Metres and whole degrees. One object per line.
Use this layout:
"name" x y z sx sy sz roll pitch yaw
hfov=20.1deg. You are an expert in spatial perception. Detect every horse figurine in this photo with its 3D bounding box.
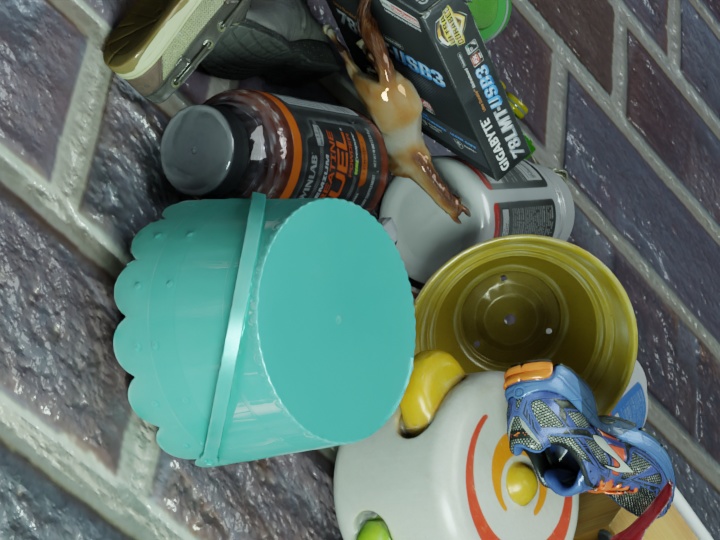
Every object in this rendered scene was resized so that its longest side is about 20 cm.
"horse figurine" 0.025 -0.136 1.713 0.133 0.050 0.200 54 -12 43

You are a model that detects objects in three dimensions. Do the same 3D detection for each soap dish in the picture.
"soap dish" 0.227 0.267 1.766 0.081 0.200 0.157 -38 93 -33

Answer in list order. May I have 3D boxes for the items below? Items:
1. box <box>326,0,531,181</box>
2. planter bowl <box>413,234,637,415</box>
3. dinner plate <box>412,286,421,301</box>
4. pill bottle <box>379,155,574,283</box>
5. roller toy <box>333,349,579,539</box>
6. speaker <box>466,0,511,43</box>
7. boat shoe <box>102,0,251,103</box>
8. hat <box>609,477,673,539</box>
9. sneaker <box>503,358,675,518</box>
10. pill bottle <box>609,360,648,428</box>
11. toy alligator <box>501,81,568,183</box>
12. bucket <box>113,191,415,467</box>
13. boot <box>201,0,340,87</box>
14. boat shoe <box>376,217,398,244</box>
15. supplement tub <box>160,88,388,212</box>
"box" 0.046 -0.195 1.754 0.200 0.050 0.199 38 -16 45
"planter bowl" 0.134 0.054 1.761 0.200 0.200 0.083 59 6 -16
"dinner plate" 0.053 0.110 1.763 0.200 0.024 0.200 35 44 -42
"pill bottle" 0.113 -0.049 1.865 0.200 0.116 0.116 -6 77 -58
"roller toy" 0.083 0.173 1.628 0.182 0.140 0.200 17 69 -46
"speaker" 0.069 -0.257 1.954 0.200 0.088 0.088 -9 79 -59
"boat shoe" -0.118 -0.217 1.585 0.200 0.073 0.065 -48 131 -10
"hat" 0.173 0.242 1.660 0.166 0.200 0.176 -22 108 -72
"sneaker" 0.174 0.149 1.595 0.200 0.075 0.078 37 54 -32
"pill bottle" 0.205 0.133 1.894 0.112 0.112 0.200 67 25 -2
"toy alligator" 0.136 -0.147 2.026 0.200 0.059 0.054 42 0 -37
"bucket" -0.065 0.040 1.469 0.207 0.135 0.207 10 77 -49
"boot" -0.094 -0.230 1.711 0.200 0.070 0.132 10 62 -68
"boat shoe" 0.000 0.000 1.633 0.200 0.072 0.071 -172 -114 -88
"supplement tub" -0.071 -0.087 1.612 0.200 0.107 0.107 2 70 -57
